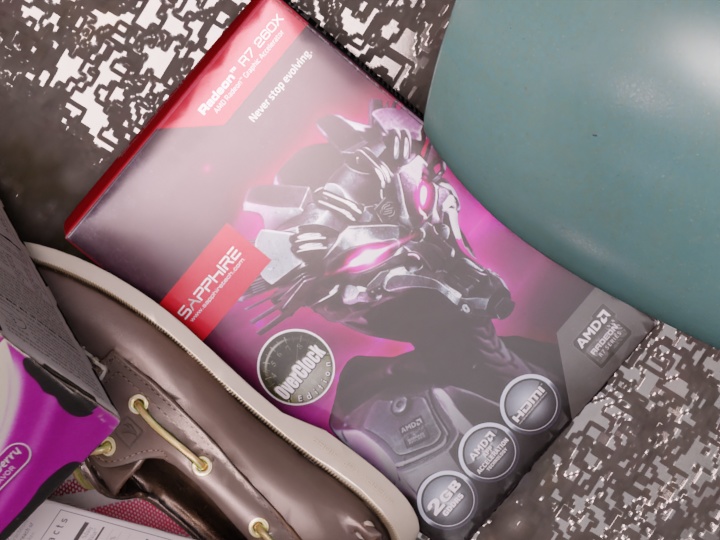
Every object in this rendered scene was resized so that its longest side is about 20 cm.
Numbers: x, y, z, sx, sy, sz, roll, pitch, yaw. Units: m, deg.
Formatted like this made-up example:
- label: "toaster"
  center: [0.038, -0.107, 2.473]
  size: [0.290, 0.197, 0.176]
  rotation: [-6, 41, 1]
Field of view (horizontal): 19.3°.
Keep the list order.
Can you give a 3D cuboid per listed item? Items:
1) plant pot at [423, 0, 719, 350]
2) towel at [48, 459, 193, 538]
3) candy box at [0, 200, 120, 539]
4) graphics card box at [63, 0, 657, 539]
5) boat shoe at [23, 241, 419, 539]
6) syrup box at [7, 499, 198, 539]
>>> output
- label: "plant pot"
  center: [0.117, -0.079, 0.748]
  size: [0.161, 0.201, 0.201]
  rotation: [21, 97, 7]
- label: "towel"
  center: [-0.117, 0.176, 0.855]
  size: [0.146, 0.030, 0.200]
  rotation: [-12, 98, 0]
- label: "candy box"
  center: [-0.177, 0.034, 0.749]
  size: [0.136, 0.200, 0.061]
  rotation: [-46, 126, 4]
- label: "graphics card box"
  center: [0.000, 0.000, 0.823]
  size: [0.200, 0.051, 0.126]
  rotation: [41, 95, -7]
- label: "boat shoe"
  center: [-0.074, 0.064, 0.805]
  size: [0.200, 0.072, 0.060]
  rotation: [36, 62, 2]
- label: "syrup box"
  center: [-0.093, 0.140, 0.752]
  size: [0.200, 0.082, 0.079]
  rotation: [11, 139, 22]
